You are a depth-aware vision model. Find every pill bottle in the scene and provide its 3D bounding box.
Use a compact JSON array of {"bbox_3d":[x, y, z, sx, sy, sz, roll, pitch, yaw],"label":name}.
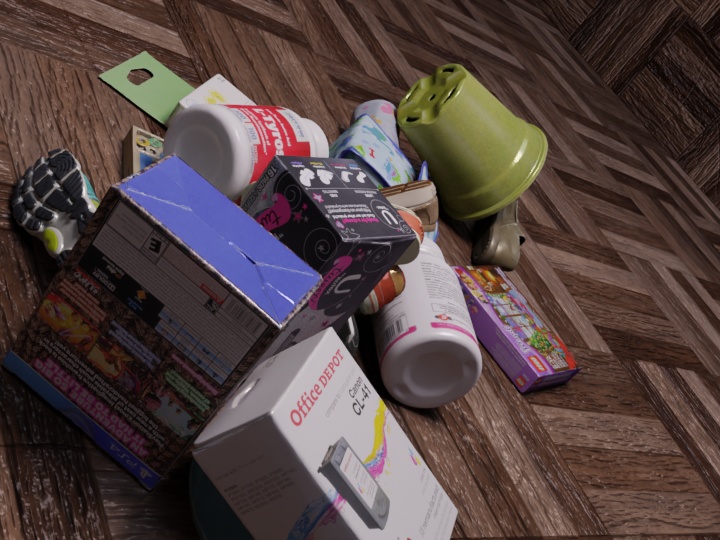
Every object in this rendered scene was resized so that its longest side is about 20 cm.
[{"bbox_3d":[-0.123,-0.134,1.119,0.112,0.112,0.200,48,27,15],"label":"pill bottle"},{"bbox_3d":[0.069,0.053,1.136,0.113,0.113,0.200,26,30,-25],"label":"pill bottle"}]

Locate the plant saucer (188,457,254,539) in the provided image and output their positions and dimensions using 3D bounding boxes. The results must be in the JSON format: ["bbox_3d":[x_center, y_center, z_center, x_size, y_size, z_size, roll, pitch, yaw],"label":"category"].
[{"bbox_3d":[-0.062,0.213,0.819,0.200,0.027,0.200,31,28,-19],"label":"plant saucer"}]

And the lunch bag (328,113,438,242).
[{"bbox_3d":[0.031,-0.093,1.313,0.200,0.127,0.170,48,22,-13],"label":"lunch bag"}]

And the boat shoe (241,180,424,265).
[{"bbox_3d":[-0.028,-0.059,1.044,0.199,0.071,0.063,15,32,-2],"label":"boat shoe"}]

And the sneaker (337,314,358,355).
[{"bbox_3d":[-0.052,0.016,1.083,0.086,0.080,0.200,16,39,-57],"label":"sneaker"}]

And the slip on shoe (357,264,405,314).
[{"bbox_3d":[0.000,0.000,1.121,0.074,0.061,0.200,70,-12,-17],"label":"slip on shoe"}]

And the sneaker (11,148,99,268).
[{"bbox_3d":[-0.264,-0.036,0.913,0.200,0.077,0.080,52,-1,33],"label":"sneaker"}]

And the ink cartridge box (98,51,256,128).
[{"bbox_3d":[-0.219,-0.221,1.261,0.200,0.048,0.146,40,27,-6],"label":"ink cartridge box"}]

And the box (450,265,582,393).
[{"bbox_3d":[0.209,0.077,1.362,0.137,0.039,0.200,-2,49,-52],"label":"box"}]

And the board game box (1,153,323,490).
[{"bbox_3d":[-0.156,0.041,0.766,0.159,0.200,0.097,40,27,0],"label":"board game box"}]

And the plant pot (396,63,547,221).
[{"bbox_3d":[0.158,-0.211,1.510,0.184,0.200,0.201,44,21,-31],"label":"plant pot"}]

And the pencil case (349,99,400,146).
[{"bbox_3d":[0.022,-0.185,1.476,0.200,0.083,0.091,-86,159,-59],"label":"pencil case"}]

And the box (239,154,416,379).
[{"bbox_3d":[-0.065,0.000,0.946,0.115,0.200,0.132,50,28,21],"label":"box"}]

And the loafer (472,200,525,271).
[{"bbox_3d":[0.225,-0.057,1.557,0.067,0.076,0.200,36,37,-9],"label":"loafer"}]

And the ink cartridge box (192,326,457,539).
[{"bbox_3d":[-0.019,0.168,0.762,0.200,0.085,0.148,57,26,-11],"label":"ink cartridge box"}]

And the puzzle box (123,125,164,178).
[{"bbox_3d":[-0.199,-0.074,1.084,0.133,0.025,0.200,24,31,-31],"label":"puzzle box"}]

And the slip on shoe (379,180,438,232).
[{"bbox_3d":[-0.002,-0.064,1.199,0.076,0.199,0.061,-103,-178,-72],"label":"slip on shoe"}]
